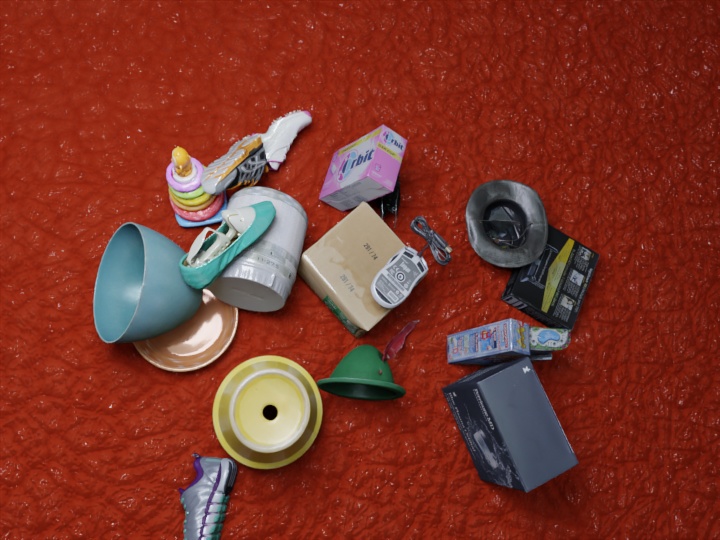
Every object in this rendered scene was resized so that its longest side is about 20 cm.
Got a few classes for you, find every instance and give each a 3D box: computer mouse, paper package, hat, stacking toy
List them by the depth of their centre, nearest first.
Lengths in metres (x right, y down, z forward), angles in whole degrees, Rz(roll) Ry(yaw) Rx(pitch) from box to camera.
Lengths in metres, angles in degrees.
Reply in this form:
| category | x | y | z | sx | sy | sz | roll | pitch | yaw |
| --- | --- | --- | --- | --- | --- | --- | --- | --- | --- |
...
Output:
| category | x | y | z | sx | sy | sz | roll | pitch | yaw |
| --- | --- | --- | --- | --- | --- | --- | --- | --- | --- |
| stacking toy | -0.321 | -0.170 | 0.986 | 0.109 | 0.200 | 0.117 | -10 | 75 | -7 |
| computer mouse | 0.087 | -0.006 | 1.003 | 0.110 | 0.044 | 0.200 | 46 | 66 | -1 |
| hat | 0.013 | 0.146 | 1.004 | 0.164 | 0.200 | 0.177 | -1 | 66 | 15 |
| paper package | 0.000 | 0.000 | 1.059 | 0.190 | 0.103 | 0.200 | -41 | 87 | -18 |
| hat | 0.315 | -0.095 | 1.158 | 0.199 | 0.081 | 0.202 | 0 | 76 | 0 |

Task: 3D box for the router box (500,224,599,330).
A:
| category | x | y | z | sx | sy | sz | roll | pitch | yaw |
| --- | --- | --- | --- | --- | --- | --- | --- | --- | --- |
| router box | 0.423 | 0.013 | 1.165 | 0.156 | 0.052 | 0.201 | 30 | 71 | -2 |

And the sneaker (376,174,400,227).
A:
| category | x | y | z | sx | sy | sz | roll | pitch | yaw |
| --- | --- | --- | --- | --- | --- | --- | --- | --- | --- |
| sneaker | 0.056 | -0.187 | 1.140 | 0.059 | 0.105 | 0.201 | -2 | 38 | -1 |

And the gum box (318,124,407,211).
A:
| category | x | y | z | sx | sy | sz | roll | pitch | yaw |
| --- | --- | --- | --- | --- | --- | --- | --- | --- | --- |
| gum box | -0.002 | -0.201 | 1.069 | 0.066 | 0.199 | 0.114 | 26 | 70 | -29 |

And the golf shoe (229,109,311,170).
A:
| category | x | y | z | sx | sy | sz | roll | pitch | yaw |
| --- | --- | --- | --- | --- | --- | --- | --- | --- | --- |
| golf shoe | -0.179 | -0.266 | 1.120 | 0.199 | 0.075 | 0.092 | -34 | 94 | -11 |

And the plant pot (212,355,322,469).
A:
| category | x | y | z | sx | sy | sz | roll | pitch | yaw |
| --- | --- | --- | --- | --- | --- | --- | --- | --- | --- |
| plant pot | -0.160 | 0.245 | 0.914 | 0.199 | 0.189 | 0.203 | 3 | 75 | -10 |

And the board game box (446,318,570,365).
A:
| category | x | y | z | sx | sy | sz | roll | pitch | yaw |
| --- | --- | --- | --- | --- | --- | --- | --- | --- | --- |
| board game box | 0.296 | 0.146 | 1.026 | 0.198 | 0.200 | 0.062 | 5 | 73 | -9 |

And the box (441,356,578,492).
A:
| category | x | y | z | sx | sy | sz | roll | pitch | yaw |
| --- | --- | --- | --- | --- | --- | --- | --- | --- | --- |
| box | 0.268 | 0.284 | 0.982 | 0.117 | 0.200 | 0.198 | -20 | 79 | -16 |

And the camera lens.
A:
| category | x | y | z | sx | sy | sz | roll | pitch | yaw |
| --- | --- | --- | --- | --- | --- | --- | --- | --- | --- |
| camera lens | -0.191 | -0.043 | 0.990 | 0.159 | 0.160 | 0.201 | 13 | 63 | -7 |

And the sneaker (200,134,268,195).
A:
| category | x | y | z | sx | sy | sz | roll | pitch | yaw |
| --- | --- | --- | --- | --- | --- | --- | --- | --- | --- |
| sneaker | -0.227 | -0.189 | 0.995 | 0.078 | 0.078 | 0.200 | 68 | 31 | -28 |

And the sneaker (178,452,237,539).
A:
| category | x | y | z | sx | sy | sz | roll | pitch | yaw |
| --- | --- | --- | --- | --- | --- | --- | --- | --- | --- |
| sneaker | -0.283 | 0.425 | 0.911 | 0.087 | 0.075 | 0.201 | 11 | 63 | 6 |

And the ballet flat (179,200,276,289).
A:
| category | x | y | z | sx | sy | sz | roll | pitch | yaw |
| --- | --- | --- | --- | --- | --- | --- | --- | --- | --- |
| ballet flat | -0.220 | -0.057 | 0.868 | 0.067 | 0.071 | 0.200 | 31 | 72 | 35 |

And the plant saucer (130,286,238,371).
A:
| category | x | y | z | sx | sy | sz | roll | pitch | yaw |
| --- | --- | --- | --- | --- | --- | --- | --- | --- | --- |
| plant saucer | -0.334 | 0.092 | 1.001 | 0.198 | 0.037 | 0.202 | 3 | 74 | -10 |

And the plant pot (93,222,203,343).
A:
| category | x | y | z | sx | sy | sz | roll | pitch | yaw |
| --- | --- | --- | --- | --- | --- | --- | --- | --- | --- |
| plant pot | -0.357 | 0.030 | 0.913 | 0.134 | 0.199 | 0.202 | 15 | 68 | -45 |
